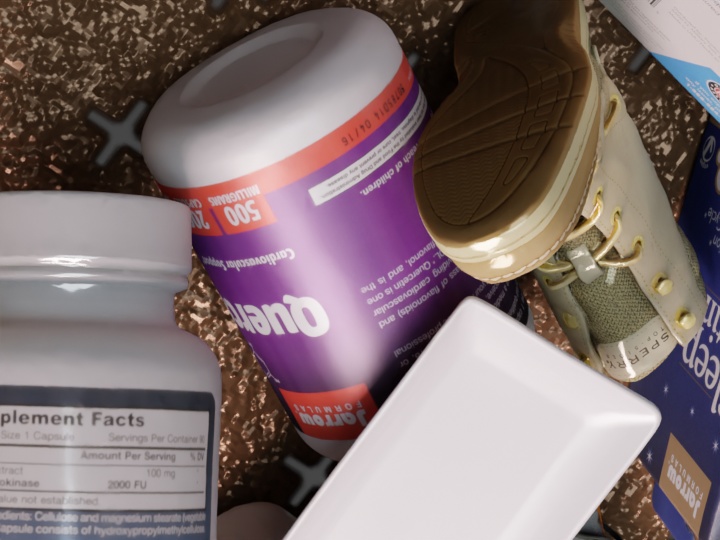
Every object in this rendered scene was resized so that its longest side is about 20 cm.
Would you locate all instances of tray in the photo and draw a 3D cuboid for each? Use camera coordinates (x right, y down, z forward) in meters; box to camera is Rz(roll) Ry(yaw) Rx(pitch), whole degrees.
[{"bbox_3d":[0.022,0.108,0.841,0.107,0.022,0.200,31,102,-24],"label":"tray"}]

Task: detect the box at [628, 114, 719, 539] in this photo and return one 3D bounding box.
[{"bbox_3d":[0.159,0.036,0.907,0.032,0.121,0.200,8,108,-15],"label":"box"}]

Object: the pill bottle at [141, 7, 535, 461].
[{"bbox_3d":[0.000,0.000,0.867,0.112,0.112,0.200,-28,112,0],"label":"pill bottle"}]

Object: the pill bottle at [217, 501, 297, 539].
[{"bbox_3d":[-0.001,0.201,0.942,0.200,0.111,0.111,40,98,-21],"label":"pill bottle"}]

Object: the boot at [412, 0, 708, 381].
[{"bbox_3d":[0.085,-0.014,0.838,0.073,0.200,0.156,-19,116,16],"label":"boot"}]

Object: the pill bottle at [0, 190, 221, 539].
[{"bbox_3d":[-0.111,0.074,0.793,0.120,0.120,0.200,2,85,-12],"label":"pill bottle"}]

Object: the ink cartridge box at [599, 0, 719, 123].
[{"bbox_3d":[0.157,-0.127,0.785,0.115,0.200,0.068,45,78,0],"label":"ink cartridge box"}]

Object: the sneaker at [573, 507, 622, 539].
[{"bbox_3d":[0.101,0.156,0.968,0.079,0.074,0.200,-42,112,0],"label":"sneaker"}]
